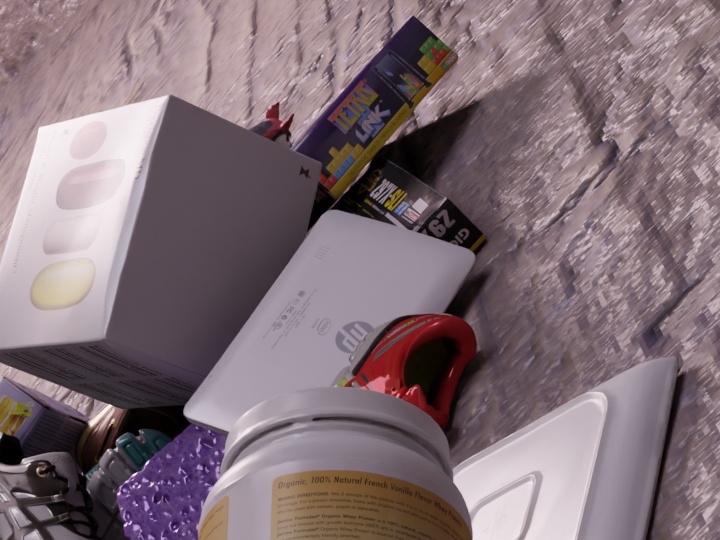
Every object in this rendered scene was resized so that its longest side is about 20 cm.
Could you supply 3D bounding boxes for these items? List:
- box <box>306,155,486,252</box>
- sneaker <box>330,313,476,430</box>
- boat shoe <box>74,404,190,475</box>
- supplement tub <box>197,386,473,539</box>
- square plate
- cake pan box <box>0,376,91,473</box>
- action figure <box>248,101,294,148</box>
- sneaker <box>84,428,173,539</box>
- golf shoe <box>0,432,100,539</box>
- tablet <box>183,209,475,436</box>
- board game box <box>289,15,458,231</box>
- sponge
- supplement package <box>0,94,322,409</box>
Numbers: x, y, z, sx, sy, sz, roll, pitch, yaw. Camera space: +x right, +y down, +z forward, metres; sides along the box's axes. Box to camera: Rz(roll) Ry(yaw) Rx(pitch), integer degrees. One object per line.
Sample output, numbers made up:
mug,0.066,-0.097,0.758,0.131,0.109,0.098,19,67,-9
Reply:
box,0.000,0.000,1.641,0.160,0.049,0.200,-46,18,-2
sneaker,0.011,0.100,1.379,0.085,0.077,0.201,-15,37,50
boat shoe,-0.154,0.100,1.762,0.200,0.072,0.068,-53,23,5
supplement tub,-0.013,0.174,1.100,0.144,0.144,0.201,-34,39,36
square plate,0.081,0.148,1.190,0.198,0.028,0.200,-33,23,37
cake pan box,-0.295,0.185,1.776,0.185,0.052,0.200,-54,-13,-2
action figure,-0.125,-0.063,1.916,0.201,0.148,0.134,-64,14,-3
sneaker,-0.208,0.201,1.699,0.200,0.078,0.091,-43,2,6
golf shoe,-0.226,0.183,1.605,0.199,0.078,0.095,24,84,31
tablet,-0.020,0.044,1.492,0.130,0.014,0.200,17,57,29
board game box,-0.023,-0.097,1.781,0.200,0.057,0.165,-51,3,-38
sponge,-0.086,0.140,1.517,0.200,0.030,0.112,-42,43,19
supplement package,-0.161,-0.009,1.642,0.200,0.147,0.192,-7,65,53
